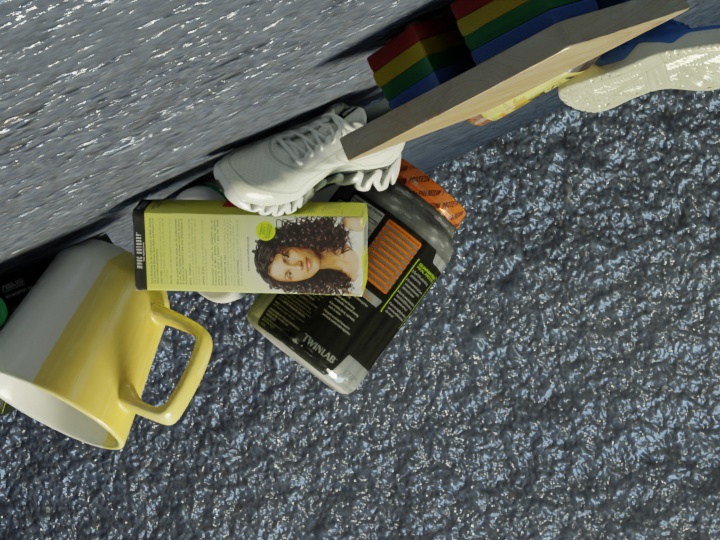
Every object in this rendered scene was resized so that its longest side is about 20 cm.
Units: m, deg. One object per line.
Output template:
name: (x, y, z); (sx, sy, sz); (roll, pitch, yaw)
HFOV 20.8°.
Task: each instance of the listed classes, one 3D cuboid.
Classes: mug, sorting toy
mug: (-0.229, 0.067, 1.752); (0.154, 0.186, 0.149); (-64, -179, -19)
sorting toy: (0.101, -0.163, 1.390); (0.198, 0.070, 0.200); (-25, 180, 35)

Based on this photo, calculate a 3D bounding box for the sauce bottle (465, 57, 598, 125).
sauce bottle: (0.167, -0.192, 1.696); (0.199, 0.066, 0.066); (-26, 179, 35)

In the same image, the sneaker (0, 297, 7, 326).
sneaker: (-0.386, 0.066, 1.675); (0.200, 0.074, 0.083); (-36, -170, -40)

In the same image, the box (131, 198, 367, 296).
box: (-0.094, -0.021, 1.679); (0.199, 0.076, 0.050); (0, -163, 6)

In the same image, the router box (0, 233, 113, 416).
router box: (-0.311, 0.060, 1.900); (0.149, 0.062, 0.200); (-24, 161, -28)

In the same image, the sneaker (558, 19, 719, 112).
sneaker: (0.262, -0.212, 1.707); (0.077, 0.112, 0.199); (28, 153, -37)

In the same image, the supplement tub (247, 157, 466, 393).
supplement tub: (0.000, 0.000, 1.767); (0.200, 0.122, 0.123); (-53, -178, -5)

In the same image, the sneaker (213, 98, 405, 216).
sneaker: (-0.038, -0.103, 1.653); (0.199, 0.075, 0.081); (-18, 152, -40)

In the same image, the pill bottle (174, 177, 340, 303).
pill bottle: (-0.072, -0.053, 1.843); (0.199, 0.114, 0.113); (-24, 179, -38)
